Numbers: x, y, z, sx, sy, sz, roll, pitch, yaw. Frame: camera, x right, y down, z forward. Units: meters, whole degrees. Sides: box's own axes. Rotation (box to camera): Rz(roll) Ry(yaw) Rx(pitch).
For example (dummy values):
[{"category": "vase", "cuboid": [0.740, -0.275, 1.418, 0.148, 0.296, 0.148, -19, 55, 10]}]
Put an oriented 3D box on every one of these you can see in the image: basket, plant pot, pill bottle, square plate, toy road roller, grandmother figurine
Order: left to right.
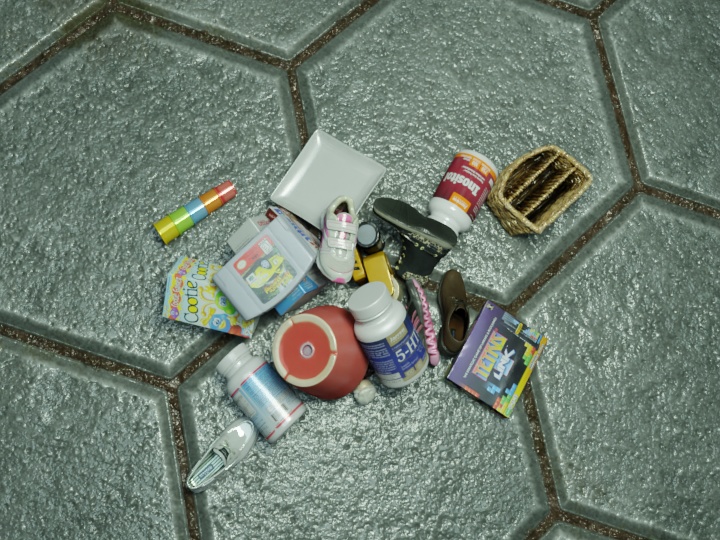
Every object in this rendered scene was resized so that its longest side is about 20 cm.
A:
[{"category": "pill bottle", "cuboid": [-0.215, 0.257, 1.591, 0.108, 0.109, 0.201, -41, 85, -11]}, {"category": "plant pot", "cuboid": [-0.090, 0.168, 1.558, 0.194, 0.177, 0.207, -2, 82, 14]}, {"category": "square plate", "cuboid": [-0.071, -0.190, 1.666, 0.195, 0.029, 0.202, 31, 77, 15]}, {"category": "grandmother figurine", "cuboid": [-0.004, 0.194, 1.652, 0.118, 0.060, 0.206, -14, 82, 21]}, {"category": "toy road roller", "cuboid": [0.000, 0.000, 1.659, 0.143, 0.123, 0.205, -21, 80, 6]}, {"category": "pill bottle", "cuboid": [0.054, 0.131, 1.555, 0.118, 0.119, 0.203, -34, 117, -11]}, {"category": "pill bottle", "cuboid": [0.225, -0.164, 1.710, 0.111, 0.113, 0.203, 30, 78, 1]}, {"category": "basket", "cuboid": [0.401, -0.193, 1.701, 0.199, 0.149, 0.144, -40, 98, -10]}]

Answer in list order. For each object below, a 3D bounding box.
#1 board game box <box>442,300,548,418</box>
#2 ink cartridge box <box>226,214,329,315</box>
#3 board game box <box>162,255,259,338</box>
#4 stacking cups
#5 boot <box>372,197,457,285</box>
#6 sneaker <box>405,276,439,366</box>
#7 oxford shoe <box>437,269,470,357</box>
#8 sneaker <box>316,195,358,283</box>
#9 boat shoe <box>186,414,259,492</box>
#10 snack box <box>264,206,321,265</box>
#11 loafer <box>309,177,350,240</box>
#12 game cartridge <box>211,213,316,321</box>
[{"category": "board game box", "cuboid": [0.303, 0.199, 1.676, 0.163, 0.057, 0.203, 31, 78, 0]}, {"category": "ink cartridge box", "cuboid": [-0.176, -0.019, 1.620, 0.083, 0.145, 0.202, -40, 84, 21]}, {"category": "board game box", "cuboid": [-0.311, 0.056, 1.605, 0.194, 0.103, 0.107, 14, 112, -2]}, {"category": "stacking cups", "cuboid": [-0.370, -0.138, 1.678, 0.198, 0.061, 0.061, -37, 84, -11]}, {"category": "boot", "cuboid": [0.097, -0.060, 1.651, 0.199, 0.155, 0.074, 25, 41, -6]}, {"category": "sneaker", "cuboid": [0.115, 0.119, 1.660, 0.093, 0.079, 0.206, -12, 92, 8]}, {"category": "oxford shoe", "cuboid": [0.217, 0.083, 1.666, 0.071, 0.085, 0.205, 8, 62, -14]}, {"category": "sneaker", "cuboid": [-0.045, -0.072, 1.534, 0.079, 0.089, 0.205, 5, 57, -16]}, {"category": "boat shoe", "cuboid": [-0.287, 0.391, 1.580, 0.073, 0.067, 0.201, 39, 78, 3]}, {"category": "snack box", "cuboid": [-0.119, -0.066, 1.609, 0.199, 0.071, 0.025, 43, 109, 18]}, {"category": "loafer", "cuboid": [-0.075, -0.139, 1.698, 0.069, 0.073, 0.204, 21, 76, 1]}, {"category": "game cartridge", "cuboid": [-0.190, 0.001, 1.523, 0.199, 0.041, 0.134, -42, 88, -1]}]
